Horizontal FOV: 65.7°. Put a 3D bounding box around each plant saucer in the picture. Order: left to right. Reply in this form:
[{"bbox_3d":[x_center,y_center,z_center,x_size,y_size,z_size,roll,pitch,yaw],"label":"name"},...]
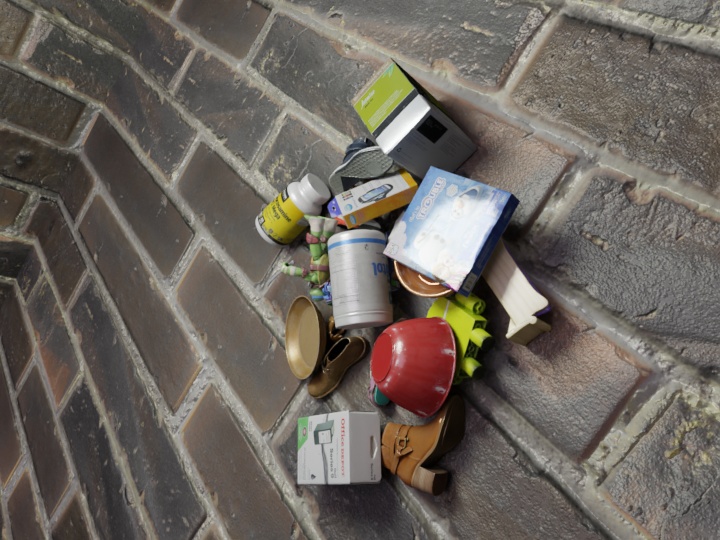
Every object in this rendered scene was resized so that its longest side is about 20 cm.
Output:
[{"bbox_3d":[-0.130,0.161,1.353,0.200,0.035,0.201,-7,82,59],"label":"plant saucer"},{"bbox_3d":[0.158,-0.040,1.100,0.200,0.037,0.201,-16,62,34],"label":"plant saucer"}]

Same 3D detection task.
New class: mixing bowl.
[{"bbox_3d":[0.088,0.178,1.089,0.200,0.108,0.201,-166,90,-68],"label":"mixing bowl"}]

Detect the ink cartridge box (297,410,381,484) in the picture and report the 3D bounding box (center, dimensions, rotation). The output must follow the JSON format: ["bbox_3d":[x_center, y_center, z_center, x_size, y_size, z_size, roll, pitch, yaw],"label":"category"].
[{"bbox_3d":[-0.050,0.381,1.197,0.200,0.084,0.146,-26,59,48],"label":"ink cartridge box"}]

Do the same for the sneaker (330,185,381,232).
[{"bbox_3d":[-0.001,-0.148,1.337,0.201,0.067,0.108,21,89,59],"label":"sneaker"}]

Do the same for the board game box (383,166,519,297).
[{"bbox_3d":[0.166,-0.079,1.057,0.199,0.043,0.200,29,91,43],"label":"board game box"}]

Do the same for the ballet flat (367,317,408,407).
[{"bbox_3d":[0.053,0.195,1.216,0.071,0.069,0.201,11,84,61],"label":"ballet flat"}]

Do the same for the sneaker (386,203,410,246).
[{"bbox_3d":[0.125,-0.058,1.226,0.115,0.080,0.200,-48,45,23],"label":"sneaker"}]

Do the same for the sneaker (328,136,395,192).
[{"bbox_3d":[0.024,-0.276,1.327,0.202,0.077,0.146,-15,33,45],"label":"sneaker"}]

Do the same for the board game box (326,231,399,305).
[{"bbox_3d":[0.000,0.000,1.333,0.200,0.034,0.136,-16,67,36],"label":"board game box"}]

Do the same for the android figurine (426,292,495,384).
[{"bbox_3d":[0.187,0.127,1.098,0.200,0.041,0.183,-140,59,-60],"label":"android figurine"}]

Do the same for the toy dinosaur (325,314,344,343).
[{"bbox_3d":[-0.063,0.130,1.346,0.200,0.060,0.106,-44,41,38],"label":"toy dinosaur"}]

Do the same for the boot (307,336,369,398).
[{"bbox_3d":[-0.071,0.223,1.299,0.200,0.075,0.074,-49,54,20],"label":"boot"}]

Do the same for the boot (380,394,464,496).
[{"bbox_3d":[0.116,0.328,1.114,0.154,0.074,0.201,11,78,48],"label":"boot"}]

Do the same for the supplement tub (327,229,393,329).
[{"bbox_3d":[0.000,0.021,1.216,0.132,0.132,0.201,-14,77,36],"label":"supplement tub"}]

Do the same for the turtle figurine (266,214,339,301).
[{"bbox_3d":[-0.128,-0.034,1.319,0.200,0.144,0.195,21,102,59],"label":"turtle figurine"}]

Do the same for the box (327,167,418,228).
[{"bbox_3d":[0.027,-0.160,1.255,0.199,0.042,0.119,-24,30,2],"label":"box"}]

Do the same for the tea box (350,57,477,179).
[{"bbox_3d":[0.117,-0.321,1.225,0.134,0.200,0.197,-42,52,22],"label":"tea box"}]

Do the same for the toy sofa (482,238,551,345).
[{"bbox_3d":[0.282,0.034,1.055,0.098,0.083,0.200,-41,54,18],"label":"toy sofa"}]

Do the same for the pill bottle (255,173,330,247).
[{"bbox_3d":[-0.177,-0.161,1.480,0.200,0.112,0.113,-40,55,24],"label":"pill bottle"}]
